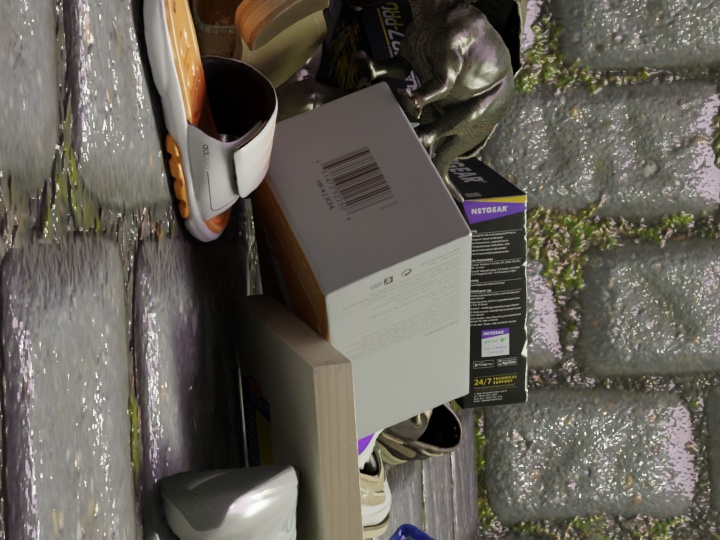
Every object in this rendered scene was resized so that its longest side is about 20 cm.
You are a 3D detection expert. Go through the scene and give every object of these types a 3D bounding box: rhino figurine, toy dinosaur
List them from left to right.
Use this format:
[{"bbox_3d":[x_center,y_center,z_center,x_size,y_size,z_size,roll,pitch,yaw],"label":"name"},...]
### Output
[{"bbox_3d":[-0.046,-0.117,1.553,0.060,0.087,0.200,-9,-99,58],"label":"rhino figurine"},{"bbox_3d":[0.061,-0.118,1.474,0.077,0.102,0.200,34,-26,50],"label":"toy dinosaur"}]

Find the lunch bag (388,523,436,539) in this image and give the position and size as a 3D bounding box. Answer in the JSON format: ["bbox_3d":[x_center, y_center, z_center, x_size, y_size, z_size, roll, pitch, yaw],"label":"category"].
[{"bbox_3d":[-0.002,0.274,1.423,0.200,0.124,0.170,-56,175,-24],"label":"lunch bag"}]

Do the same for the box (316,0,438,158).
[{"bbox_3d":[0.000,-0.095,1.643,0.200,0.049,0.161,109,-24,-47],"label":"box"}]

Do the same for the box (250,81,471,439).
[{"bbox_3d":[0.000,0.000,1.475,0.200,0.097,0.125,86,-21,-59],"label":"box"}]

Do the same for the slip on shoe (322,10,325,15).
[{"bbox_3d":[-0.034,-0.189,1.760,0.076,0.061,0.200,-49,173,19],"label":"slip on shoe"}]

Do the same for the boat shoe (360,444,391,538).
[{"bbox_3d":[-0.011,0.150,1.695,0.200,0.075,0.069,-47,154,-80],"label":"boat shoe"}]

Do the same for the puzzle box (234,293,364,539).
[{"bbox_3d":[-0.038,0.097,1.443,0.200,0.025,0.133,-144,-132,-70],"label":"puzzle box"}]

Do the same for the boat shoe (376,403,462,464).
[{"bbox_3d":[0.020,0.089,1.750,0.200,0.073,0.075,38,54,-60],"label":"boat shoe"}]

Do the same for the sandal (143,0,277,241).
[{"bbox_3d":[-0.078,-0.093,1.332,0.207,0.059,0.079,80,10,-50],"label":"sandal"}]

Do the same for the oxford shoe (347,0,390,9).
[{"bbox_3d":[-0.038,-0.243,1.510,0.084,0.073,0.200,17,33,-54],"label":"oxford shoe"}]

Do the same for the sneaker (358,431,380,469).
[{"bbox_3d":[-0.002,0.064,1.615,0.200,0.069,0.100,-36,134,-45],"label":"sneaker"}]

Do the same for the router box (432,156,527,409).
[{"bbox_3d":[0.071,-0.002,1.778,0.200,0.052,0.158,-135,-138,-70],"label":"router box"}]

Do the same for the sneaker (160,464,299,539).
[{"bbox_3d":[-0.064,0.147,1.318,0.200,0.070,0.080,41,47,-81],"label":"sneaker"}]

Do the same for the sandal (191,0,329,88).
[{"bbox_3d":[-0.066,-0.157,1.411,0.070,0.078,0.212,57,-13,5],"label":"sandal"}]

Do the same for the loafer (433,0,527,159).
[{"bbox_3d":[0.069,-0.143,1.593,0.200,0.075,0.070,99,-7,-46],"label":"loafer"}]
